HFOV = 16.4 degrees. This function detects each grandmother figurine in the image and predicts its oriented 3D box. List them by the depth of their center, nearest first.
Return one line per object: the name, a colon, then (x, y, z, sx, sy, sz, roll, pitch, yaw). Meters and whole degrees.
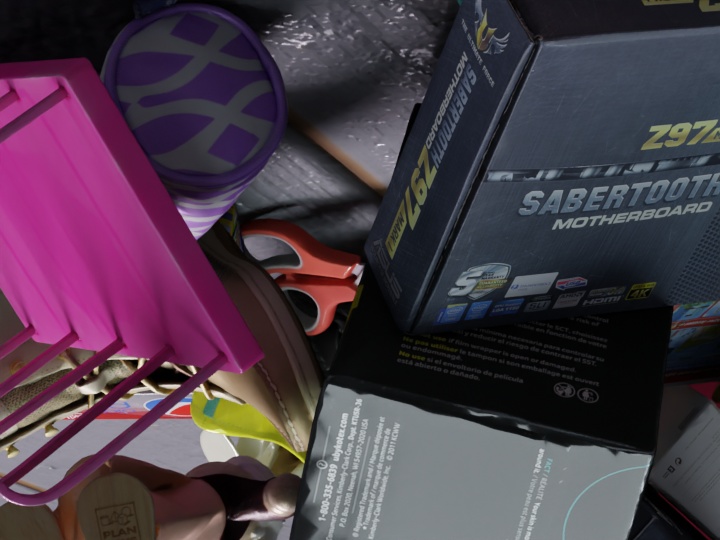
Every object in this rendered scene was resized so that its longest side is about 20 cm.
grandmother figurine: (-0.078, 0.104, 1.056, 0.121, 0.061, 0.200, -7, 177, 14)

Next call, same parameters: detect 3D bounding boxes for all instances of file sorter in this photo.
file sorter: (-0.164, 0.007, 1.018, 0.125, 0.139, 0.200, -38, -159, -24)

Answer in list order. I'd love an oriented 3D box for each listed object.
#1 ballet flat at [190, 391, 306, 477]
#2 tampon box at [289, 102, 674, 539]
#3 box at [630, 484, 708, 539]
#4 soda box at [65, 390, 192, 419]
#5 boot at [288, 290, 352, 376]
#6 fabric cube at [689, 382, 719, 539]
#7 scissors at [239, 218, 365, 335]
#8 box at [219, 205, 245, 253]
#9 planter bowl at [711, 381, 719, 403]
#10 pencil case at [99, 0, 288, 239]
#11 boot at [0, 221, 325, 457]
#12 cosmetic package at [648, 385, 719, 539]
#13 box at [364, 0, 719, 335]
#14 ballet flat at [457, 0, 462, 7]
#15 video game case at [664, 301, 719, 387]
ballet flat: (-0.053, 0.093, 1.391, 0.067, 0.067, 0.200, 24, 166, 21)
tampon box: (0.053, 0.053, 1.033, 0.126, 0.200, 0.150, 14, 125, 3)
box: (0.134, 0.182, 1.231, 0.198, 0.123, 0.200, 42, -178, -22)
soda box: (-0.136, 0.052, 1.490, 0.200, 0.063, 0.070, 0, 164, 8)
boot: (0.056, 0.073, 1.380, 0.211, 0.079, 0.158, 48, 154, -23)
fabric cube: (0.142, 0.145, 1.556, 0.196, 0.199, 0.200, 6, 164, -13)
scissors: (0.000, 0.000, 1.265, 0.200, 0.014, 0.073, -6, 121, 55)
box: (-0.162, 0.012, 1.303, 0.200, 0.070, 0.064, 0, 139, 7)
planter bowl: (0.269, 0.034, 1.171, 0.200, 0.083, 0.200, -32, 165, -10)
pencil case: (-0.097, -0.047, 1.081, 0.085, 0.084, 0.200, -30, 176, -23)
boot: (-0.110, 0.046, 1.172, 0.155, 0.200, 0.073, -29, 134, -14)
cosmetic package: (0.174, 0.100, 1.236, 0.083, 0.051, 0.200, 39, -178, 0)
box: (0.116, -0.051, 0.928, 0.200, 0.051, 0.158, -6, 141, -26)
ballet flat: (0.107, -0.088, 0.965, 0.067, 0.068, 0.200, -24, 156, 22)
video game case: (0.197, -0.005, 1.144, 0.143, 0.017, 0.200, -4, 148, -42)
